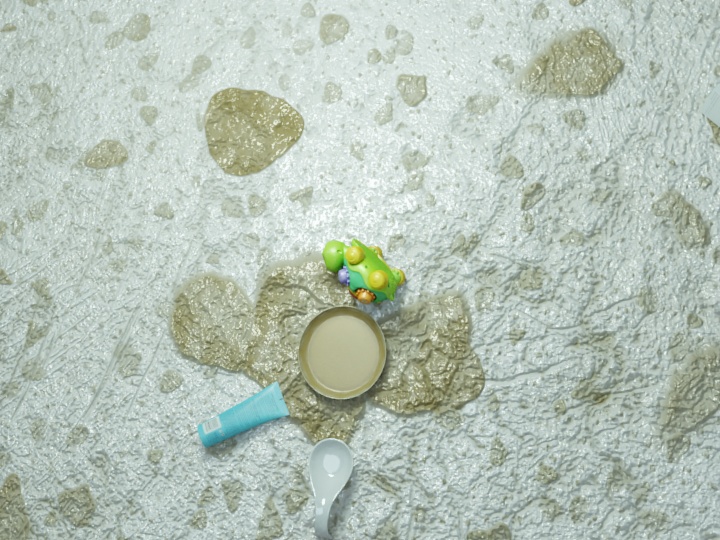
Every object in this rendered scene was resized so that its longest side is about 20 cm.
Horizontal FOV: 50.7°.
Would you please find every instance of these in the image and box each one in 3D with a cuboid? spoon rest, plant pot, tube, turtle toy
[{"bbox_3d":[-0.067,0.454,1.585,0.097,0.061,0.205,4,78,10],"label":"spoon rest"},{"bbox_3d":[-0.039,0.180,1.664,0.195,0.028,0.205,-2,76,10],"label":"plant pot"},{"bbox_3d":[-0.258,0.320,1.659,0.197,0.050,0.079,-25,78,-2],"label":"tube"},{"bbox_3d":[0.000,0.000,1.654,0.200,0.145,0.102,45,108,17],"label":"turtle toy"}]

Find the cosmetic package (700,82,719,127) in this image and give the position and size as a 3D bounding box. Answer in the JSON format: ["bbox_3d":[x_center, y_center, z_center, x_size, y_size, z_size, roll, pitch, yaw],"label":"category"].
[{"bbox_3d":[0.832,-0.406,1.617,0.200,0.113,0.081,-43,74,-5],"label":"cosmetic package"}]
